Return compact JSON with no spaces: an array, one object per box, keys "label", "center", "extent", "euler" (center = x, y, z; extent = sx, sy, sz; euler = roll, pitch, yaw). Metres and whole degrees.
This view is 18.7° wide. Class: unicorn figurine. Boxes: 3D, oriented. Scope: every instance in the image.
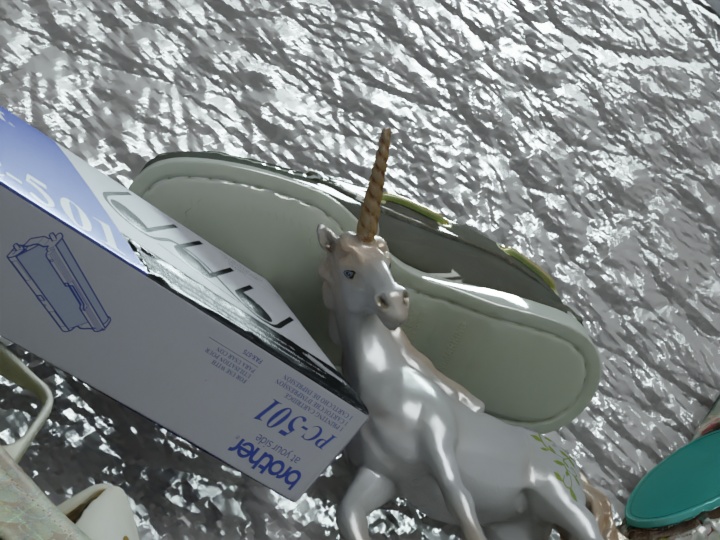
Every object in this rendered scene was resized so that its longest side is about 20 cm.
[{"label":"unicorn figurine","center":[0.035,0.068,0.792],"extent":[0.200,0.074,0.138],"euler":[48,22,-46]}]

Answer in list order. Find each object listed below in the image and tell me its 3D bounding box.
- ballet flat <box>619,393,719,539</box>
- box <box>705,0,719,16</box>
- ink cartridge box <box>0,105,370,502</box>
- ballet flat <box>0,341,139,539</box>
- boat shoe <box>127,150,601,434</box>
[{"label":"ballet flat","center":[0.171,0.085,0.919],"extent":[0.200,0.076,0.064],"euler":[-39,113,-51]},{"label":"box","center":[0.306,-0.209,1.268],"extent":[0.131,0.199,0.200],"euler":[-12,59,-49]},{"label":"ink cartridge box","center":[-0.091,-0.001,0.712],"extent":[0.200,0.044,0.094],"euler":[34,10,-40]},{"label":"ballet flat","center":[-0.103,0.068,0.652],"extent":[0.062,0.067,0.200],"euler":[-39,85,-27]},{"label":"boat shoe","center":[-0.001,0.002,0.846],"extent":[0.201,0.072,0.060],"euler":[23,23,-19]}]
